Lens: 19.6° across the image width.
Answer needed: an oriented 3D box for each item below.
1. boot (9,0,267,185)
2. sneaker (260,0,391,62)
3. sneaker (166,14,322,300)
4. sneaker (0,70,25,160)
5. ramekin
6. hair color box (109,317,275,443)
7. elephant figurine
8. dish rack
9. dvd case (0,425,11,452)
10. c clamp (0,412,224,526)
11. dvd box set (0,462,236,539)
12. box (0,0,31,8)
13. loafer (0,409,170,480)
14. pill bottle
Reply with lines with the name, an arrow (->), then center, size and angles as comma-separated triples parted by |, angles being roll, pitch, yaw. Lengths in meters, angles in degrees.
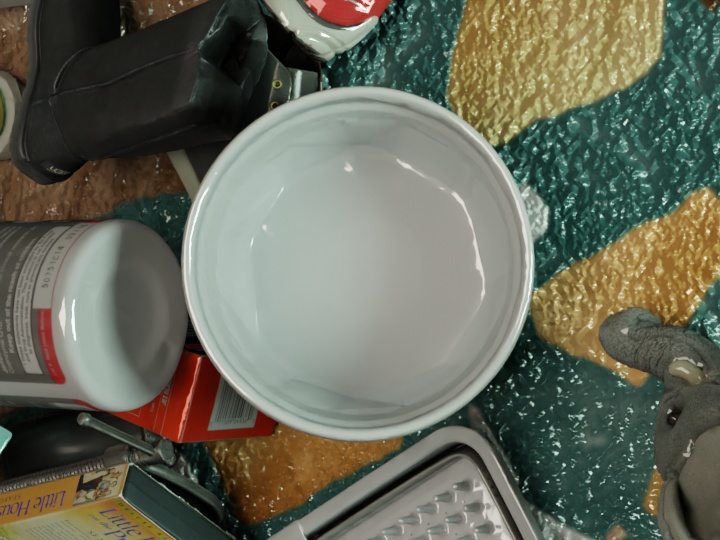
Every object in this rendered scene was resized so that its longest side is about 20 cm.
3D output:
boot -> -0.138, -0.147, 1.325 | 0.200, 0.066, 0.165 | -14, 65, 50
sneaker -> -0.046, -0.219, 1.316 | 0.085, 0.077, 0.200 | -37, 67, 4
sneaker -> -0.048, -0.061, 1.300 | 0.106, 0.075, 0.200 | -47, 64, 28
sneaker -> -0.328, -0.132, 1.480 | 0.200, 0.089, 0.077 | 17, 99, 33
ramekin -> 0.000, 0.000, 1.213 | 0.200, 0.105, 0.200 | 0, 85, 2
hair color box -> -0.155, 0.051, 1.357 | 0.200, 0.101, 0.061 | 19, 99, 32
elephant figurine -> 0.216, 0.103, 1.112 | 0.200, 0.155, 0.142 | -13, 125, 43
dish rack -> 0.040, 0.205, 1.261 | 0.200, 0.044, 0.172 | -36, 70, 28
dvd case -> -0.306, 0.090, 1.313 | 0.146, 0.022, 0.200 | 35, 153, -9
c clamp -> -0.181, 0.141, 1.346 | 0.200, 0.171, 0.027 | -20, 53, 37
dvd box set -> -0.181, 0.187, 1.354 | 0.200, 0.146, 0.029 | -17, 47, 33
box -> -0.330, -0.247, 1.436 | 0.200, 0.152, 0.106 | -2, 77, 33
loafer -> -0.217, 0.132, 1.414 | 0.200, 0.072, 0.073 | -21, 77, 31
pill bottle -> -0.215, 0.026, 1.269 | 0.200, 0.114, 0.114 | 0, 90, 34
